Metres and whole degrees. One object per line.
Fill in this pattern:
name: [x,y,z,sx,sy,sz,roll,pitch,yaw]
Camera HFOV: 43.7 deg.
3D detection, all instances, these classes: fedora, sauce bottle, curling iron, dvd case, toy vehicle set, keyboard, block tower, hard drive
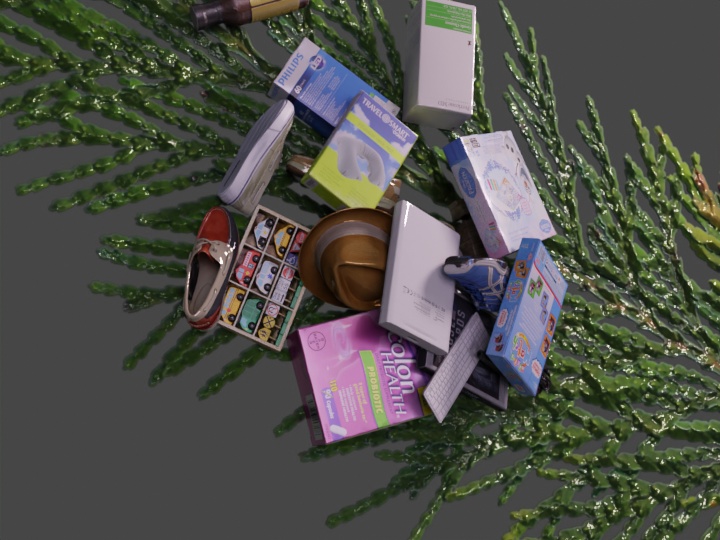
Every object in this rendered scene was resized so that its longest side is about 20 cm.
fedora: [0.000,0.000,1.385,0.197,0.203,0.082,2,34,-15]
sauce bottle: [-0.184,-0.443,1.485,0.197,0.065,0.066,-20,85,-20]
curling iron: [0.249,0.161,1.463,0.198,0.025,0.051,23,73,-40]
dvd case: [0.171,0.121,1.436,0.199,0.025,0.153,31,56,-36]
toy vehicle set: [-0.147,0.013,1.422,0.123,0.026,0.203,24,73,-10]
keyboard: [0.151,0.146,1.382,0.057,0.011,0.200,55,46,-16]
block tower: [0.206,-0.026,1.518,0.057,0.054,0.204,-14,83,-17]
hard drive: [0.092,0.011,1.361,0.131,0.026,0.203,28,58,-33]

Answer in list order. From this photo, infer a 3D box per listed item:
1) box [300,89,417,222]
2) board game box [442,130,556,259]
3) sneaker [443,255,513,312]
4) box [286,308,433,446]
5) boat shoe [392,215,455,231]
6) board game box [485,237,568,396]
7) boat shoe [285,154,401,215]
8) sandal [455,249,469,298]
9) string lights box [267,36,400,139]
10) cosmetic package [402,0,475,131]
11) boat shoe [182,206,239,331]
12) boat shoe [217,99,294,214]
box: [0.005,-0.187,1.428,0.121,0.048,0.202,36,68,-14]
board game box: [0.235,-0.130,1.499,0.199,0.043,0.202,-17,82,-55]
sneaker: [0.200,0.024,1.407,0.198,0.075,0.079,18,83,-44]
box: [0.004,0.161,1.399,0.197,0.097,0.179,-12,82,-19]
boat shoe: [0.055,-0.052,1.471,0.196,0.068,0.076,2,99,-7]
board game box: [0.267,0.074,1.419,0.151,0.036,0.203,46,57,-48]
boat shoe: [-0.025,-0.158,1.468,0.197,0.071,0.077,20,86,-22]
sandal: [0.143,0.053,1.490,0.081,0.050,0.206,21,61,-26]
string lights box: [-0.044,-0.282,1.495,0.199,0.059,0.104,36,71,-6]
cosmetic package: [0.136,-0.355,1.550,0.106,0.085,0.204,6,76,-16]
boat shoe: [-0.232,-0.010,1.370,0.070,0.063,0.204,3,69,12]
boat shoe: [-0.159,-0.183,1.447,0.062,0.072,0.202,39,73,-31]
